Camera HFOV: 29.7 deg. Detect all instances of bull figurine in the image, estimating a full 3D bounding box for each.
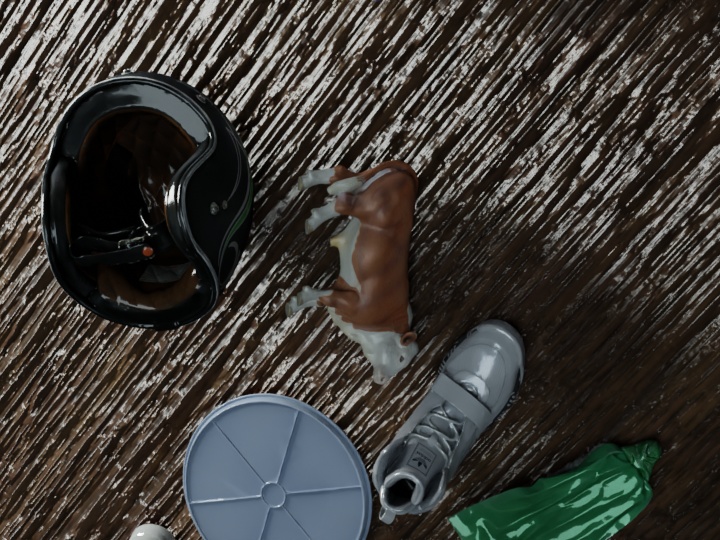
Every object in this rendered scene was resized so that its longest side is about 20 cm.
[{"bbox_3d":[0.000,0.000,1.218,0.119,0.065,0.203,2,100,-18],"label":"bull figurine"}]

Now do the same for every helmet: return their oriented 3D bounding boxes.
[{"bbox_3d":[-0.184,-0.069,1.198,0.197,0.193,0.201,2,144,2],"label":"helmet"}]

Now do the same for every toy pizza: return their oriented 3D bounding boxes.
[{"bbox_3d":[-0.080,0.214,1.331,0.197,0.032,0.204,5,106,17],"label":"toy pizza"}]

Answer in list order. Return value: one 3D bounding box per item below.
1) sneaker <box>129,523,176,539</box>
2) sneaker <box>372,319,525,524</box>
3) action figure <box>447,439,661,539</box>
[{"bbox_3d":[-0.209,0.366,1.378,0.074,0.100,0.203,-12,103,18],"label":"sneaker"},{"bbox_3d":[0.078,0.141,1.215,0.075,0.115,0.201,34,112,5],"label":"sneaker"},{"bbox_3d":[0.192,0.217,1.234,0.199,0.055,0.119,-38,91,16],"label":"action figure"}]
